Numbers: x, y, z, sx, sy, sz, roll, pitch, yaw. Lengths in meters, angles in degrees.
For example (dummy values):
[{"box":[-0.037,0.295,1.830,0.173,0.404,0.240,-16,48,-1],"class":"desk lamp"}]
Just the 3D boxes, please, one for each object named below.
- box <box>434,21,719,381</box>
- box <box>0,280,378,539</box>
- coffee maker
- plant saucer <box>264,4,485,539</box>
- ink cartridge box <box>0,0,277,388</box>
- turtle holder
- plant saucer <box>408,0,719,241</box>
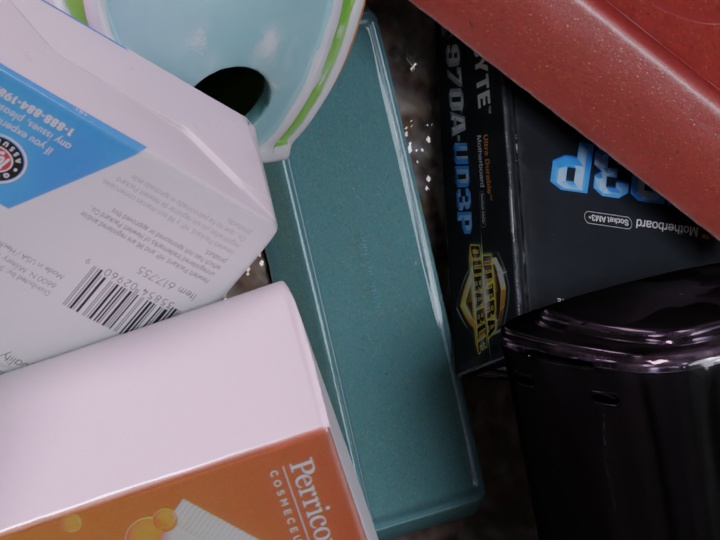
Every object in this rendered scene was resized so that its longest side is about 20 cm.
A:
[{"box":[0.123,-0.031,1.145,0.200,0.046,0.159,8,72,-34],"class":"box"},{"box":[-0.092,0.105,0.880,0.200,0.097,0.124,-19,117,0],"class":"box"},{"box":[0.119,0.109,1.019,0.192,0.135,0.200,-25,109,-52],"class":"coffee maker"},{"box":[0.000,0.000,1.083,0.070,0.019,0.200,-13,90,-36],"class":"plant saucer"},{"box":[-0.133,0.015,0.921,0.116,0.200,0.068,30,23,-27],"class":"ink cartridge box"},{"box":[-0.080,-0.098,0.965,0.185,0.141,0.132,-10,99,-49],"class":"turtle holder"},{"box":[0.110,-0.137,1.121,0.200,0.037,0.200,37,50,-16],"class":"plant saucer"}]
